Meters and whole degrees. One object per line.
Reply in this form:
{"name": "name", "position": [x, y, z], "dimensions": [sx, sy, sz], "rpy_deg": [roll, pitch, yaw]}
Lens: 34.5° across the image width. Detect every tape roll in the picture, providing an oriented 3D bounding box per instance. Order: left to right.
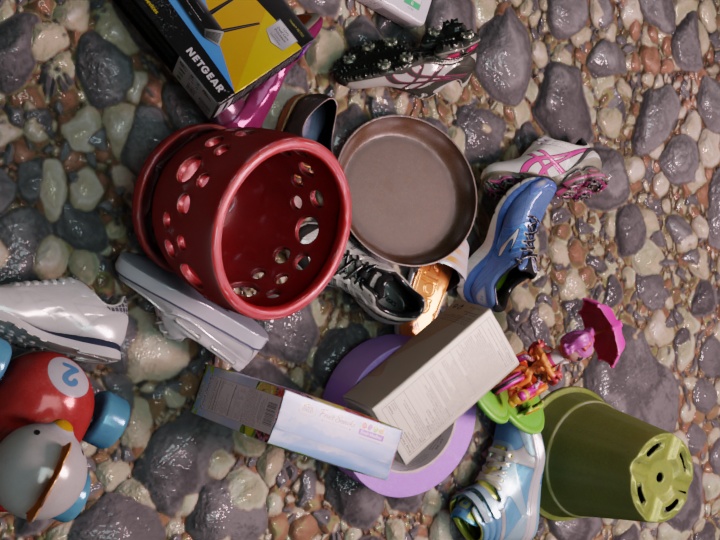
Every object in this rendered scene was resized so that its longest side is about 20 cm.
{"name": "tape roll", "position": [0.049, 0.186, 1.495], "dimensions": [0.199, 0.066, 0.201], "rpy_deg": [-5, 101, -28]}

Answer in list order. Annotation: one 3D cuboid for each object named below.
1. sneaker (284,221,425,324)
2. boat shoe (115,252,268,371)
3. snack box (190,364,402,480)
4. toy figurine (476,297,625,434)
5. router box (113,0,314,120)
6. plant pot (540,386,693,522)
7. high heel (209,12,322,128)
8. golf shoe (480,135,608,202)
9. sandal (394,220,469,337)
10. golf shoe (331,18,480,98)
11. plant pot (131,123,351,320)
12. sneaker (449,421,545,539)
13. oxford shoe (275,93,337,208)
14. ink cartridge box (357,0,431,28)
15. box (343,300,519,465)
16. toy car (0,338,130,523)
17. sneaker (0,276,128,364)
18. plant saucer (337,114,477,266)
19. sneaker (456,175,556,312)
{"name": "sneaker", "position": [0.000, 0.000, 1.447], "dimensions": [0.200, 0.088, 0.076], "rpy_deg": [31, 79, -23]}
{"name": "boat shoe", "position": [-0.202, 0.052, 1.333], "dimensions": [0.200, 0.074, 0.065], "rpy_deg": [33, 100, -17]}
{"name": "snack box", "position": [-0.077, 0.174, 1.343], "dimensions": [0.168, 0.200, 0.068], "rpy_deg": [24, 80, -32]}
{"name": "toy figurine", "position": [0.255, 0.110, 1.519], "dimensions": [0.150, 0.184, 0.200], "rpy_deg": [59, 25, 12]}
{"name": "router box", "position": [-0.172, -0.292, 1.307], "dimensions": [0.149, 0.051, 0.200], "rpy_deg": [-40, 91, -25]}
{"name": "plant pot", "position": [0.358, 0.276, 1.637], "dimensions": [0.199, 0.190, 0.201], "rpy_deg": [-2, 95, -33]}
{"name": "high heel", "position": [-0.109, -0.227, 1.396], "dimensions": [0.200, 0.067, 0.096], "rpy_deg": [-41, 133, -23]}
{"name": "golf shoe", "position": [0.248, -0.143, 1.625], "dimensions": [0.199, 0.073, 0.092], "rpy_deg": [-4, 63, -28]}
{"name": "sandal", "position": [0.106, 0.006, 1.536], "dimensions": [0.079, 0.059, 0.207], "rpy_deg": [20, 82, -33]}
{"name": "golf shoe", "position": [0.062, -0.253, 1.483], "dimensions": [0.199, 0.077, 0.088], "rpy_deg": [-16, 133, -15]}
{"name": "plant pot", "position": [-0.139, -0.066, 1.277], "dimensions": [0.200, 0.182, 0.201], "rpy_deg": [-23, 123, -40]}
{"name": "sneaker", "position": [0.182, 0.285, 1.590], "dimensions": [0.130, 0.079, 0.201], "rpy_deg": [-4, 94, -34]}
{"name": "oxford shoe", "position": [-0.080, -0.122, 1.400], "dimensions": [0.071, 0.073, 0.201], "rpy_deg": [19, 83, -33]}
{"name": "ink cartridge box", "position": [0.038, -0.433, 1.477], "dimensions": [0.161, 0.050, 0.201], "rpy_deg": [22, 83, -32]}
{"name": "box", "position": [0.088, 0.135, 1.426], "dimensions": [0.200, 0.078, 0.095], "rpy_deg": [-37, 113, -20]}
{"name": "toy car", "position": [-0.324, 0.180, 1.179], "dimensions": [0.184, 0.200, 0.177], "rpy_deg": [32, 81, -30]}
{"name": "sneaker", "position": [-0.344, 0.041, 1.249], "dimensions": [0.200, 0.076, 0.081], "rpy_deg": [22, 70, -36]}
{"name": "plant saucer", "position": [0.055, -0.100, 1.488], "dimensions": [0.200, 0.032, 0.201], "rpy_deg": [5, 77, -22]}
{"name": "sneaker", "position": [0.214, -0.032, 1.556], "dimensions": [0.078, 0.089, 0.200], "rpy_deg": [18, 101, -49]}
